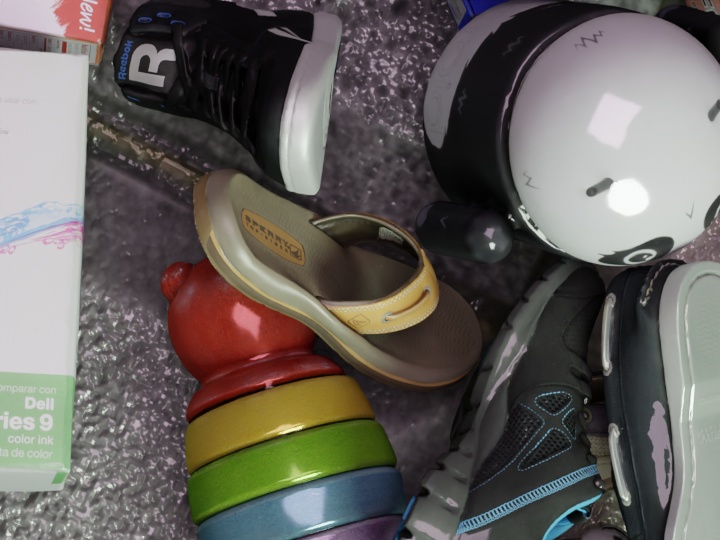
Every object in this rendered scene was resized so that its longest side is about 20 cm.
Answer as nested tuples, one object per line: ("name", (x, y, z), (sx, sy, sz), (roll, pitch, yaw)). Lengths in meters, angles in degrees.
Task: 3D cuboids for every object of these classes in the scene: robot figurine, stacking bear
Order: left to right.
("stacking bear", (-0.040, 0.085, 1.388), (0.121, 0.114, 0.201), (-16, 79, -9))
("robot figurine", (0.106, -0.068, 1.376), (0.124, 0.200, 0.151), (14, 93, -22))

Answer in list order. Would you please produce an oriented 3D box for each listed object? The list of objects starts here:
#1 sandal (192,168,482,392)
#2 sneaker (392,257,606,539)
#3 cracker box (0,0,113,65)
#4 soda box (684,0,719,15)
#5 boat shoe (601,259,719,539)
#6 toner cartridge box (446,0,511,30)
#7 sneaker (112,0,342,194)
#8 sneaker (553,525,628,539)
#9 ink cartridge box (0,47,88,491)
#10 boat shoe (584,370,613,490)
("sandal", (0.000, 0.000, 1.374), (0.054, 0.200, 0.081), (-34, 46, 26))
("sneaker", (0.082, 0.084, 1.354), (0.081, 0.073, 0.201), (26, 62, 3))
("cracker box", (-0.217, -0.191, 1.429), (0.198, 0.058, 0.135), (9, 81, -6))
("soda box", (0.219, -0.105, 1.445), (0.068, 0.064, 0.201), (-20, 98, -10))
("boat shoe", (0.152, 0.096, 1.339), (0.075, 0.060, 0.202), (3, 86, -42))
("toner cartridge box", (0.126, -0.207, 1.481), (0.199, 0.043, 0.096), (-23, 86, -9))
("sneaker", (-0.069, -0.087, 1.372), (0.111, 0.200, 0.074), (7, 104, -1))
("sneaker", (0.089, 0.231, 1.407), (0.115, 0.076, 0.202), (-4, 82, 8))
("ink cartridge box", (-0.178, 0.002, 1.360), (0.087, 0.145, 0.202), (1, 81, -7))
("boat shoe", (0.151, 0.064, 1.402), (0.199, 0.072, 0.065), (-16, 101, 17))
